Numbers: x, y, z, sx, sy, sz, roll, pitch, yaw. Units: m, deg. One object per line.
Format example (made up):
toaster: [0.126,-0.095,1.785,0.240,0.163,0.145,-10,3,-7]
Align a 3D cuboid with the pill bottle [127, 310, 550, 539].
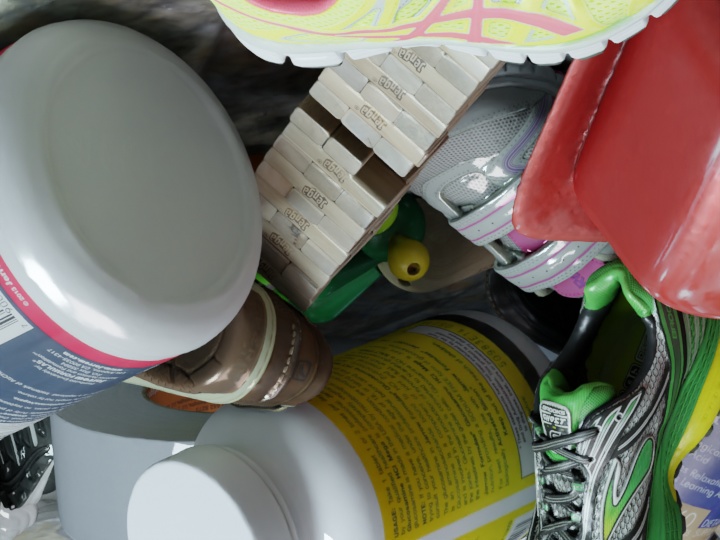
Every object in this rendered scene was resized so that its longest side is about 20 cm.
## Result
pill bottle: [-0.004,0.095,1.242,0.200,0.113,0.112,-20,173,-44]

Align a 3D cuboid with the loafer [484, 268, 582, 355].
loafer: [0.121,0.026,1.452,0.072,0.073,0.200,-17,158,35]

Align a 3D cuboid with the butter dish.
butter dish: [0.187,-0.041,1.121,0.199,0.148,0.200,0,138,-21]

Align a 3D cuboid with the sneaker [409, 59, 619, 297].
sneaker: [0.082,-0.035,1.230,0.200,0.088,0.081,6,156,-35]

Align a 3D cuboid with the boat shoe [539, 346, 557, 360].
boat shoe: [0.143,0.065,1.577,0.199,0.069,0.057,-6,161,-14]

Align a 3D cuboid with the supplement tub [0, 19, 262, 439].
supplement tub: [-0.151,-0.006,1.137,0.200,0.141,0.140,-24,155,39]

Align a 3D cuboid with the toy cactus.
toy cactus: [0.000,0.000,1.317,0.165,0.102,0.200,-11,155,-25]

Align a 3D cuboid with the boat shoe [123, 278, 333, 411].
boat shoe: [-0.086,0.021,1.225,0.075,0.075,0.202,18,-174,-39]

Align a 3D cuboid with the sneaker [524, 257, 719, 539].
sneaker: [0.097,0.086,1.217,0.078,0.201,0.085,13,175,46]

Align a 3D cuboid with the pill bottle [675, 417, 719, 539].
pill bottle: [0.173,0.031,1.329,0.111,0.111,0.200,11,122,-44]

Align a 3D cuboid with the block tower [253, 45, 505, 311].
block tower: [0.008,-0.062,1.111,0.058,0.054,0.200,-47,177,-39]

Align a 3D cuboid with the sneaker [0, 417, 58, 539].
sneaker: [-0.173,0.097,1.544,0.079,0.074,0.200,-14,169,-14]

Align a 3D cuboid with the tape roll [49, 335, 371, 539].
tape roll: [-0.057,0.088,1.414,0.200,0.066,0.200,-3,-168,1]

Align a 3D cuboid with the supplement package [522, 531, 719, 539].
supplement package: [0.084,0.186,1.476,0.200,0.111,0.156,-39,176,14]

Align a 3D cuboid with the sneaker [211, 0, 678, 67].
sneaker: [0.028,-0.115,0.968,0.199,0.078,0.090,-10,165,21]
